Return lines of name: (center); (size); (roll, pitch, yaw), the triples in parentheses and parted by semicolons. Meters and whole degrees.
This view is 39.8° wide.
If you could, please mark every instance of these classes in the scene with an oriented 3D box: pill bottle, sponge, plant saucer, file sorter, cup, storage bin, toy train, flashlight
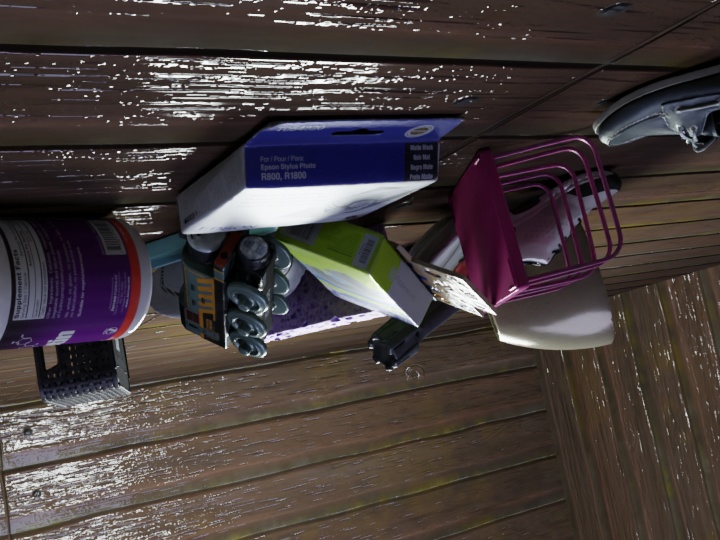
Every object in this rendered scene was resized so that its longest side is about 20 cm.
pill bottle: (-0.288, 0.010, 0.865); (0.198, 0.114, 0.112); (-3, 168, -46)
sponge: (-0.054, 0.018, 1.245); (0.197, 0.113, 0.030); (-13, 158, 9)
plant saucer: (0.104, -0.015, 1.291); (0.200, 0.050, 0.201); (-42, 162, -17)
plant saucer: (-0.175, -0.031, 1.081); (0.198, 0.019, 0.070); (-15, 171, 27)
file sorter: (0.184, -0.048, 1.064); (0.124, 0.141, 0.200); (-14, 172, -6)
cup: (0.237, 0.024, 1.337); (0.141, 0.203, 0.200); (-18, 171, 3)
storage bin: (-0.349, 0.093, 1.249); (0.092, 0.137, 0.200); (-9, 172, -11)
toy train: (-0.136, 0.018, 1.040); (0.113, 0.086, 0.201); (22, 150, 6)
flashlight: (0.094, 0.049, 1.226); (0.199, 0.068, 0.068); (-36, -146, -25)

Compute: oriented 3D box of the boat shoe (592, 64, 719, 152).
boat shoe: (0.296, -0.138, 0.865); (0.198, 0.063, 0.072); (-18, 170, 36)

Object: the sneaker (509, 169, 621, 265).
sneaker: (0.232, -0.052, 1.209); (0.198, 0.081, 0.074); (-30, 165, 9)

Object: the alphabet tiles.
alphabet tiles: (0.052, -0.001, 1.093); (0.198, 0.008, 0.167); (20, 167, 36)

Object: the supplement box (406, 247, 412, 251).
supplement box: (0.133, -0.014, 1.481); (0.198, 0.062, 0.108); (-20, 168, 39)

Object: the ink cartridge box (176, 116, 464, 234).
ink cartridge box: (-0.035, -0.080, 0.867); (0.197, 0.041, 0.199); (-7, 170, -32)

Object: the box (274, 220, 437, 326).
box: (0.000, 0.000, 1.076); (0.121, 0.048, 0.200); (20, 168, 26)

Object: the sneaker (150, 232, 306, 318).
sneaker: (-0.152, 0.011, 1.192); (0.198, 0.076, 0.115); (-18, 167, 20)
